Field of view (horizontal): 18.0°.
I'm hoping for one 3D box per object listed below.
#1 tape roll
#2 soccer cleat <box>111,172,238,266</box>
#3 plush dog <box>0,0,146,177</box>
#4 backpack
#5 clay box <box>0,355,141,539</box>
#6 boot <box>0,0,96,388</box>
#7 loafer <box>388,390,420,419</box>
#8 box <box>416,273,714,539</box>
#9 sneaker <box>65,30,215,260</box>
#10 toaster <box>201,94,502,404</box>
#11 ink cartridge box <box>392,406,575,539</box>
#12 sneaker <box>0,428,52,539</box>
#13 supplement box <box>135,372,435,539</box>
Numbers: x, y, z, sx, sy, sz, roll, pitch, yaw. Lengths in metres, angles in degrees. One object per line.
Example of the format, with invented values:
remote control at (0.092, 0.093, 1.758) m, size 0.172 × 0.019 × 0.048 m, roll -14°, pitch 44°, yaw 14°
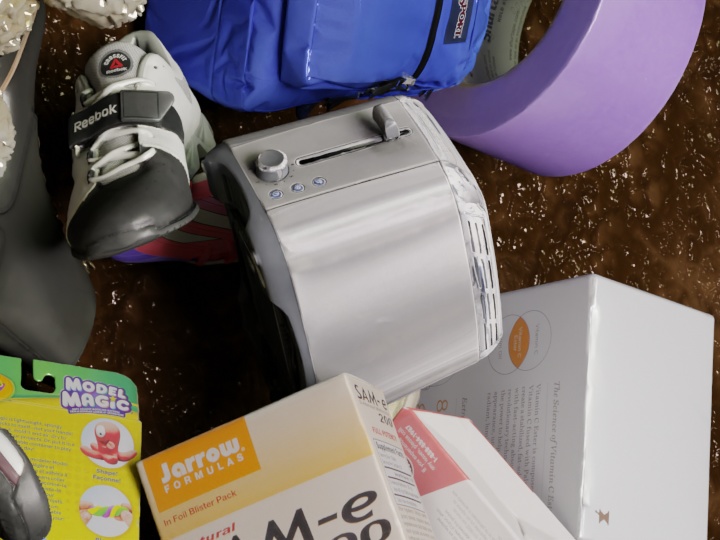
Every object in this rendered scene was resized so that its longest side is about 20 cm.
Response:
tape roll at (0.114, -0.166, 1.411) m, size 0.085 × 0.199 × 0.201 m, roll 20°, pitch 67°, yaw -36°
soccer cleat at (-0.049, -0.031, 1.291) m, size 0.199 × 0.067 × 0.077 m, roll -20°, pitch 98°, yaw -17°
plush dog at (-0.217, -0.148, 1.128) m, size 0.160 × 0.172 × 0.200 m, roll 43°, pitch 80°, yaw -28°
backpack at (-0.004, -0.168, 1.324) m, size 0.199 × 0.167 × 0.164 m, roll -9°, pitch 119°, yaw -46°
clay box at (-0.171, 0.141, 1.147) m, size 0.114 × 0.048 × 0.201 m, roll 11°, pitch 55°, yaw -19°
boot at (-0.184, -0.047, 1.221) m, size 0.138 × 0.077 × 0.201 m, roll 38°, pitch 61°, yaw -41°
loafer at (-0.007, 0.024, 1.350) m, size 0.068 × 0.075 × 0.201 m, roll 24°, pitch 56°, yaw -33°
box at (0.099, 0.101, 1.335) m, size 0.106 × 0.199 × 0.153 m, roll 17°, pitch 71°, yaw -38°
sneaker at (-0.128, -0.071, 1.206) m, size 0.200 × 0.074 × 0.089 m, roll -90°, pitch 162°, yaw -67°
toaster at (0.000, 0.000, 1.230) m, size 0.128 × 0.114 × 0.201 m, roll -21°, pitch 134°, yaw -10°
ink cartridge box at (0.017, 0.189, 1.240) m, size 0.067 × 0.200 × 0.117 m, roll 15°, pitch 28°, yaw -52°
sneaker at (-0.248, 0.090, 1.085) m, size 0.200 × 0.076 × 0.115 m, roll 37°, pitch 60°, yaw 23°
supplement box at (-0.020, 0.170, 1.158) m, size 0.201 × 0.125 × 0.074 m, roll 69°, pitch 11°, yaw 15°
